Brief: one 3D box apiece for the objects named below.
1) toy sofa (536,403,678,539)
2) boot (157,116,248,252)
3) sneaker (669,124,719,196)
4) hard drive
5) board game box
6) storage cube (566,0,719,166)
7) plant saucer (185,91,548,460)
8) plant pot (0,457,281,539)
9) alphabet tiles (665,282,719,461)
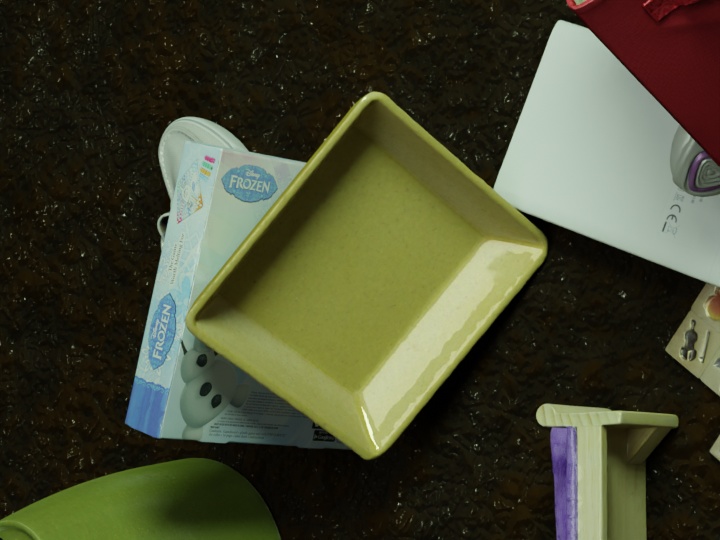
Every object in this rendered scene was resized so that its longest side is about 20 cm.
[{"bbox_3d":[0.149,0.189,1.466,0.097,0.083,0.201,-3,83,36],"label":"toy sofa"},{"bbox_3d":[-0.117,-0.044,1.689,0.074,0.095,0.200,-49,59,23],"label":"boot"},{"bbox_3d":[0.252,-0.135,1.417,0.200,0.075,0.100,-56,34,-5],"label":"sneaker"},{"bbox_3d":[0.192,-0.078,1.489,0.199,0.025,0.133,23,94,37],"label":"hard drive"},{"bbox_3d":[-0.061,0.021,1.572,0.043,0.199,0.200,17,96,42],"label":"board game box"},{"bbox_3d":[0.215,-0.205,1.302,0.171,0.180,0.201,-32,45,20],"label":"storage cube"},{"bbox_3d":[0.000,0.000,1.517,0.200,0.200,0.048,-50,36,2],"label":"plant saucer"},{"bbox_3d":[-0.188,0.232,1.650,0.186,0.200,0.188,-4,83,37],"label":"plant pot"},{"bbox_3d":[0.288,0.068,1.418,0.200,0.008,0.168,42,111,33],"label":"alphabet tiles"}]
